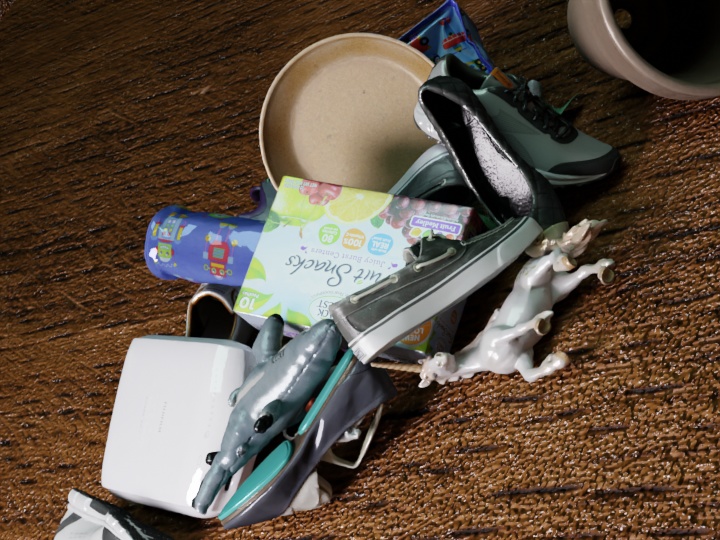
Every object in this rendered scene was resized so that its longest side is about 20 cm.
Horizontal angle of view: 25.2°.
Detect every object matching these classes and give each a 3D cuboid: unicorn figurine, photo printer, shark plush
[{"bbox_3d":[0.129,0.043,1.340,0.200,0.074,0.137,-40,13,-27],"label":"unicorn figurine"},{"bbox_3d":[-0.163,0.145,1.524,0.200,0.069,0.167,1,77,54],"label":"photo printer"},{"bbox_3d":[-0.090,0.117,1.401,0.200,0.091,0.083,-42,10,-4],"label":"shark plush"}]

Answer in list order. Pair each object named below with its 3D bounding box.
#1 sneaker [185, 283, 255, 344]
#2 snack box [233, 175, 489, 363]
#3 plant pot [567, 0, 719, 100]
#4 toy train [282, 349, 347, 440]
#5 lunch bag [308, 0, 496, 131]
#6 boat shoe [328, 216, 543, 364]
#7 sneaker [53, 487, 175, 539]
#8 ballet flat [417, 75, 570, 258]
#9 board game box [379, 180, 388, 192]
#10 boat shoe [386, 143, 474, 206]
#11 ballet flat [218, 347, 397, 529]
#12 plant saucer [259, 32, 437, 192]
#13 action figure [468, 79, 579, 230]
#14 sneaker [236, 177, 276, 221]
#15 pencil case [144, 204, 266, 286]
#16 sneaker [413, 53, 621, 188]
[{"bbox_3d":[-0.134,0.026,1.683,0.073,0.085,0.200,7,51,7],"label":"sneaker"},{"bbox_3d":[0.000,0.000,1.462,0.200,0.053,0.143,11,73,28],"label":"snack box"},{"bbox_3d":[0.271,-0.242,1.455,0.200,0.200,0.175,-50,8,-13],"label":"plant pot"},{"bbox_3d":[-0.025,0.074,1.510,0.200,0.056,0.150,-49,26,-12],"label":"toy train"},{"bbox_3d":[0.041,-0.178,1.651,0.200,0.094,0.151,-30,-6,10],"label":"lunch bag"},{"bbox_3d":[0.065,-0.001,1.358,0.200,0.064,0.071,-33,-6,-20],"label":"boat shoe"},{"bbox_3d":[-0.235,0.266,1.521,0.200,0.074,0.080,6,68,62],"label":"sneaker"},{"bbox_3d":[0.113,-0.086,1.425,0.066,0.200,0.057,-43,-13,31],"label":"ballet flat"},{"bbox_3d":[-0.028,-0.029,1.647,0.200,0.023,0.105,-61,30,-4],"label":"board game box"},{"bbox_3d":[0.040,-0.037,1.533,0.200,0.069,0.057,-51,31,31],"label":"boat shoe"},{"bbox_3d":[-0.039,0.159,1.379,0.200,0.073,0.073,-52,25,8],"label":"ballet flat"},{"bbox_3d":[0.003,-0.132,1.568,0.200,0.200,0.035,-36,9,14],"label":"plant saucer"},{"bbox_3d":[0.134,-0.096,1.549,0.118,0.055,0.200,-16,41,38],"label":"action figure"},{"bbox_3d":[-0.066,-0.096,1.751,0.087,0.075,0.200,24,53,17],"label":"sneaker"},{"bbox_3d":[-0.117,-0.018,1.610,0.200,0.078,0.087,8,12,31],"label":"pencil case"},{"bbox_3d":[0.144,-0.135,1.467,0.074,0.200,0.079,-43,-28,-54],"label":"sneaker"}]
